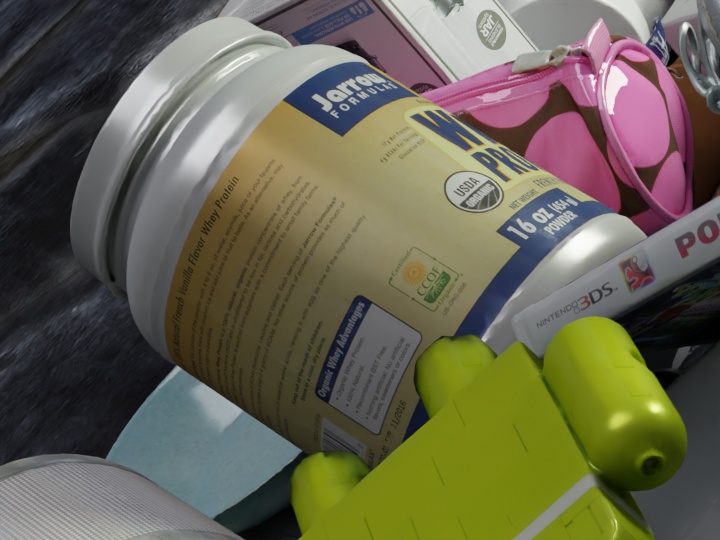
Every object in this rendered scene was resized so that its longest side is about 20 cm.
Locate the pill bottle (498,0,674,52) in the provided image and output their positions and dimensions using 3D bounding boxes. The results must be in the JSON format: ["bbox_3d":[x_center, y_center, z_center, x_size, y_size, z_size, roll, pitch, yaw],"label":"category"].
[{"bbox_3d":[0.113,-0.152,1.329,0.111,0.111,0.200,-33,21,23],"label":"pill bottle"}]

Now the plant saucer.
[{"bbox_3d":[-0.040,0.067,1.171,0.201,0.039,0.201,-36,20,15],"label":"plant saucer"}]

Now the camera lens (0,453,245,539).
[{"bbox_3d":[-0.091,0.167,0.949,0.160,0.160,0.200,-47,32,-14],"label":"camera lens"}]

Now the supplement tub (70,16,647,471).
[{"bbox_3d":[0.000,0.000,0.978,0.144,0.200,0.144,-47,-23,-27],"label":"supplement tub"}]

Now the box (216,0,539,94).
[{"bbox_3d":[0.034,-0.070,1.181,0.117,0.200,0.060,-20,31,43],"label":"box"}]

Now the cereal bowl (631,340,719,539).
[{"bbox_3d":[0.163,0.073,0.798,0.200,0.083,0.200,-36,13,10],"label":"cereal bowl"}]

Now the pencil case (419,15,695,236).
[{"bbox_3d":[0.044,-0.042,1.074,0.200,0.094,0.091,-17,40,33],"label":"pencil case"}]

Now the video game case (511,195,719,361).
[{"bbox_3d":[0.177,-0.019,0.880,0.182,0.023,0.200,-32,-17,35],"label":"video game case"}]

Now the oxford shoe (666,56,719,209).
[{"bbox_3d":[0.147,-0.072,1.145,0.071,0.071,0.200,-23,31,47],"label":"oxford shoe"}]

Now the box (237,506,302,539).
[{"bbox_3d":[-0.029,0.121,1.149,0.200,0.036,0.144,-48,20,-19],"label":"box"}]

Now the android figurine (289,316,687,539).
[{"bbox_3d":[0.028,0.097,0.783,0.182,0.041,0.200,-42,26,12],"label":"android figurine"}]

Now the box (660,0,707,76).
[{"bbox_3d":[0.246,-0.130,1.056,0.200,0.097,0.124,-14,33,54],"label":"box"}]

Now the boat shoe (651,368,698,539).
[{"bbox_3d":[0.072,0.101,0.892,0.075,0.062,0.200,-20,28,48],"label":"boat shoe"}]

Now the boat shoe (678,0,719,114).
[{"bbox_3d":[0.155,-0.057,0.895,0.065,0.074,0.202,-26,-19,15],"label":"boat shoe"}]

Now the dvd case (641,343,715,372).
[{"bbox_3d":[0.095,0.090,0.993,0.150,0.025,0.200,-28,25,34],"label":"dvd case"}]
